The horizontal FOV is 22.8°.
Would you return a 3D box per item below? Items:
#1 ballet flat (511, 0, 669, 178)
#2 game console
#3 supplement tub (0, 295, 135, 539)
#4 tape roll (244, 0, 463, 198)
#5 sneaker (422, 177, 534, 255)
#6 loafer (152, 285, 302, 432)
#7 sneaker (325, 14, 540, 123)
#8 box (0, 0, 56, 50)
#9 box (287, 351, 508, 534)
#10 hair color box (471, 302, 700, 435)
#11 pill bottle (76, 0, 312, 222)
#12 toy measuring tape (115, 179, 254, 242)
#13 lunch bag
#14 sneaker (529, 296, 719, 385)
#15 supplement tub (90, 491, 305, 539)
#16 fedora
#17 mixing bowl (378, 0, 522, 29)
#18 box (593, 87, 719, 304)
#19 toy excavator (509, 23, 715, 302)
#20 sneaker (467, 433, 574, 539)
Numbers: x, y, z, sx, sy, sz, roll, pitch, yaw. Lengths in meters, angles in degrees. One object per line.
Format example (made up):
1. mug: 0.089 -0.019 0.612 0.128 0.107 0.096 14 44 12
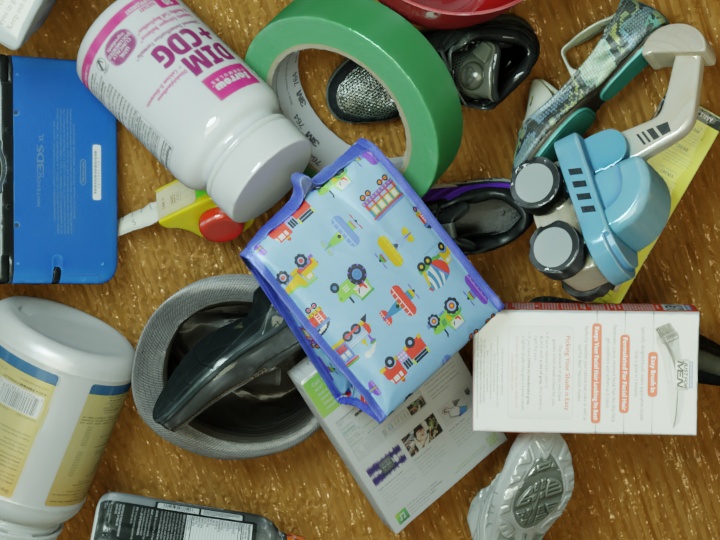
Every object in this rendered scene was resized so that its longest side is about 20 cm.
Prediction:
1. ballet flat: 0.194 -0.165 1.617 0.074 0.074 0.200 43 95 -11
2. game console: -0.319 -0.087 1.609 0.170 0.118 0.202 1 89 -34
3. supplement tub: -0.299 0.140 1.621 0.144 0.145 0.201 22 101 -7
4. tape roll: -0.008 -0.144 1.553 0.199 0.048 0.201 23 137 23
5. sneaker: 0.064 -0.041 1.615 0.198 0.100 0.070 -13 102 0
6. loafer: -0.094 0.077 1.559 0.200 0.073 0.072 -41 112 1
7. sneaker: 0.064 -0.175 1.579 0.198 0.114 0.077 -12 103 3
8. box: -0.300 -0.320 1.484 0.171 0.200 0.200 29 101 -11
9. box: 0.037 0.124 1.639 0.144 0.036 0.201 -38 122 -14
10. hair color box: 0.199 0.086 1.590 0.198 0.064 0.112 1 96 6
11. pill bottle: -0.142 -0.142 1.540 0.200 0.113 0.113 44 99 16
12. toy measuring tape: -0.160 -0.047 1.632 0.199 0.074 0.074 -24 104 20
13. lunch bag: 0.000 0.000 1.512 0.150 0.094 0.201 -42 113 -15
14. sneaker: 0.244 0.098 1.665 0.198 0.076 0.115 10 105 -2
15. supplement tub: -0.156 0.281 1.673 0.198 0.123 0.124 10 103 -5
16. fedora: -0.113 0.079 1.642 0.198 0.090 0.178 6 105 -13
17. mixing bowl: 0.070 -0.284 1.536 0.198 0.108 0.202 3 69 -8
18. box: 0.257 -0.066 1.634 0.050 0.075 0.201 27 102 -7
19. toy excavator: 0.235 -0.094 1.558 0.199 0.100 0.196 -23 64 19
20. sneaker: 0.138 0.219 1.679 0.077 0.099 0.201 -1 119 -26
